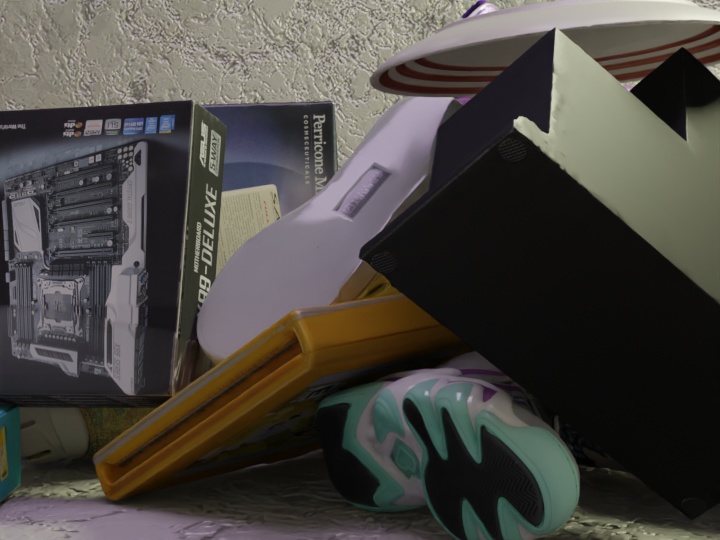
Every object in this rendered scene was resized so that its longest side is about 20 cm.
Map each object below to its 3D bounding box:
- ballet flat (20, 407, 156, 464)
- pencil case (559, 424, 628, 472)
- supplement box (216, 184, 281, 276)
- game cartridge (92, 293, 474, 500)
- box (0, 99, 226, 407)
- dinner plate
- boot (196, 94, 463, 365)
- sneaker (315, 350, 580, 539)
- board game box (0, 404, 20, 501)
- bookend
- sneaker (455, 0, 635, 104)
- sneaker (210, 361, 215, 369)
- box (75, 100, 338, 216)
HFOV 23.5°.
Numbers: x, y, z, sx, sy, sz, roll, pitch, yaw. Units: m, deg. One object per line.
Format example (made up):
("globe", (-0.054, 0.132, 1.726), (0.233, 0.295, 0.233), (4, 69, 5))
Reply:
("ballet flat", (-0.196, 0.084, 1.026), (0.199, 0.071, 0.070), (3, 6, 44))
("pencil case", (0.161, 0.072, 0.878), (0.089, 0.079, 0.199), (-20, 14, -38))
("supplement box", (-0.134, -0.003, 1.068), (0.125, 0.074, 0.200), (-10, 3, 17))
("game cartridge", (-0.016, 0.062, 0.914), (0.199, 0.033, 0.176), (-5, -24, -48))
("box", (-0.176, -0.006, 0.943), (0.198, 0.159, 0.050), (0, -13, 19))
("dinner plate", (0.102, -0.111, 0.854), (0.198, 0.025, 0.200), (-4, -1, 0))
("boot", (0.000, 0.000, 0.945), (0.073, 0.096, 0.200), (33, 69, 35))
("sneaker", (0.078, 0.067, 0.815), (0.139, 0.078, 0.200), (-19, 12, -26))
("board game box", (-0.260, 0.103, 0.838), (0.149, 0.047, 0.200), (-1, 4, 2))
("bookend", (0.113, -0.032, 0.774), (0.092, 0.200, 0.200), (-39, 24, 32))
("sneaker", (0.116, -0.120, 1.085), (0.199, 0.115, 0.072), (-10, -13, -40))
("sneaker", (-0.050, 0.072, 1.150), (0.080, 0.071, 0.199), (-33, 25, -32))
("box", (-0.112, -0.020, 1.311), (0.196, 0.202, 0.123), (-2, -6, -3))
